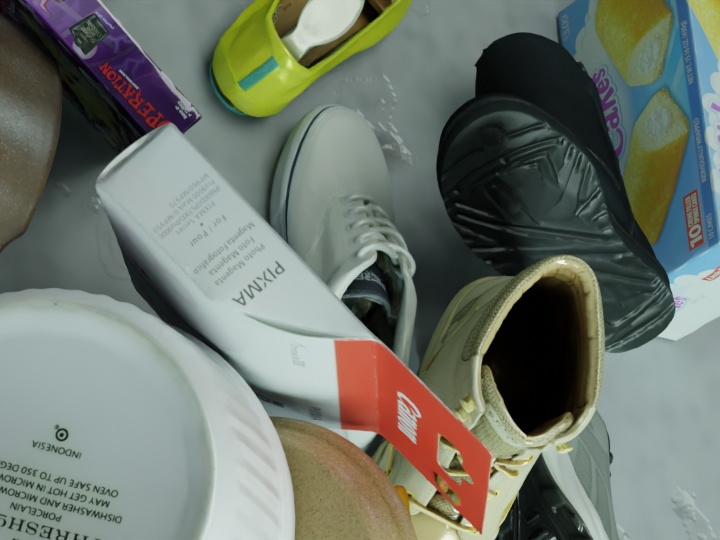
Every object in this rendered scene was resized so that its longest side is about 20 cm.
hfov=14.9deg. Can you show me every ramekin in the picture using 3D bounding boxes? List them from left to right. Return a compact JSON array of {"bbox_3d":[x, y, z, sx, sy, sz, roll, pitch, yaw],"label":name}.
[{"bbox_3d":[-0.130,0.100,1.163,0.201,0.094,0.204,-2,70,4],"label":"ramekin"}]

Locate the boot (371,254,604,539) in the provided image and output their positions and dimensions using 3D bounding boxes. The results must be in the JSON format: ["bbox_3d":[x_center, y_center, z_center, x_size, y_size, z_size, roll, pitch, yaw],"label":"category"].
[{"bbox_3d":[0.055,0.091,1.311,0.072,0.155,0.201,24,80,-7],"label":"boot"}]

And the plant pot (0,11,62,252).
[{"bbox_3d":[-0.248,-0.075,1.178,0.198,0.200,0.201,26,54,-35],"label":"plant pot"}]

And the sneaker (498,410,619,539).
[{"bbox_3d":[0.107,0.117,1.428,0.079,0.074,0.201,-4,70,-44],"label":"sneaker"}]

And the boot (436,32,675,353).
[{"bbox_3d":[0.086,-0.067,1.449,0.200,0.076,0.169,44,19,-42],"label":"boot"}]

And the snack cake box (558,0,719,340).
[{"bbox_3d":[0.179,-0.077,1.552,0.067,0.115,0.201,12,61,-33],"label":"snack cake box"}]

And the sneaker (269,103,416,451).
[{"bbox_3d":[0.000,0.000,1.402,0.073,0.071,0.201,15,60,-32],"label":"sneaker"}]

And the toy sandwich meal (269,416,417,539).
[{"bbox_3d":[-0.043,0.167,1.229,0.070,0.204,0.206,31,47,-55],"label":"toy sandwich meal"}]

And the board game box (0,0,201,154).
[{"bbox_3d":[-0.133,-0.105,1.281,0.032,0.200,0.120,-38,97,-7],"label":"board game box"}]

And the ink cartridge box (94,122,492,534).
[{"bbox_3d":[-0.029,0.040,1.205,0.057,0.163,0.200,-37,76,-10],"label":"ink cartridge box"}]

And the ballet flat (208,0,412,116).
[{"bbox_3d":[-0.007,-0.149,1.475,0.067,0.067,0.200,48,47,-7],"label":"ballet flat"}]

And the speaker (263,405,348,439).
[{"bbox_3d":[-0.023,0.158,1.298,0.081,0.081,0.201,-5,71,-39],"label":"speaker"}]
